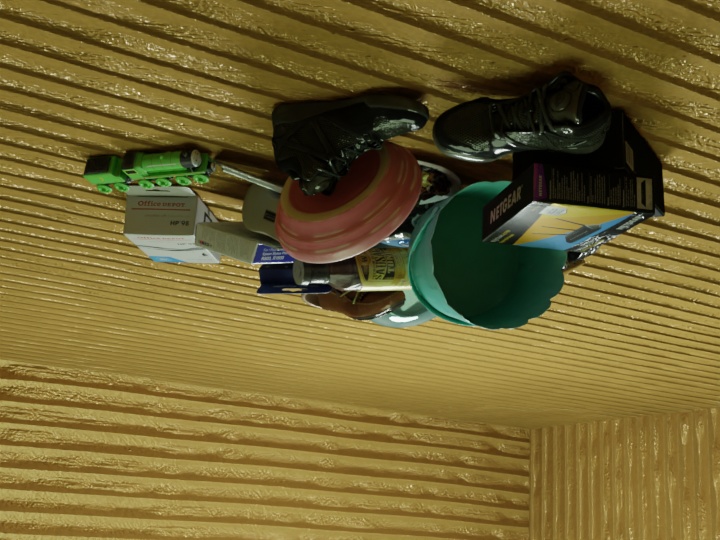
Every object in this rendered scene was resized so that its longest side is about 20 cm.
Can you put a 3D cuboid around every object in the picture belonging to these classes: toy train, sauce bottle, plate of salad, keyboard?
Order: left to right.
[{"bbox_3d":[-0.292,-0.140,1.504,0.198,0.042,0.056,-4,153,24],"label":"toy train"},{"bbox_3d":[-0.109,-0.115,1.525,0.199,0.011,0.056,20,-170,-23],"label":"keyboard"},{"bbox_3d":[0.000,0.000,1.589,0.198,0.067,0.066,-3,170,-28],"label":"sauce bottle"},{"bbox_3d":[0.040,-0.113,1.525,0.198,0.049,0.200,3,165,1],"label":"plate of salad"}]

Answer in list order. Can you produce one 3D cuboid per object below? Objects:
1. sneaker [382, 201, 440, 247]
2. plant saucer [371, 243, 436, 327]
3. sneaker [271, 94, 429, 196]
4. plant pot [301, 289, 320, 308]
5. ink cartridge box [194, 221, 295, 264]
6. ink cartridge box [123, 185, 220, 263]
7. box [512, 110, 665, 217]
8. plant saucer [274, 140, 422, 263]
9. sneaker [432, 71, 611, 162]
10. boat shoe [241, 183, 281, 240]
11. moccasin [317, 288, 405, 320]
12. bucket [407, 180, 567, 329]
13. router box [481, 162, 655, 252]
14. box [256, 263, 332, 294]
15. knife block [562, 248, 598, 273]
[{"bbox_3d":[0.089,-0.069,1.662,0.198,0.079,0.090,9,176,12],"label":"sneaker"},{"bbox_3d":[0.078,0.020,1.783,0.199,0.039,0.202,-5,123,-7],"label":"plant saucer"},{"bbox_3d":[-0.013,-0.144,1.294,0.198,0.115,0.076,-4,166,18],"label":"sneaker"},{"bbox_3d":[-0.002,0.009,1.905,0.199,0.094,0.201,2,166,1],"label":"plant pot"},{"bbox_3d":[-0.112,-0.038,1.635,0.195,0.044,0.199,-3,-165,-42],"label":"ink cartridge box"},{"bbox_3d":[-0.296,-0.069,1.711,0.115,0.067,0.200,1,165,8],"label":"ink cartridge box"},{"bbox_3d":[0.290,-0.123,1.381,0.140,0.080,0.200,-7,163,27],"label":"box"},{"bbox_3d":[-0.023,-0.098,1.358,0.199,0.201,0.051,-6,135,30],"label":"plant saucer"},{"bbox_3d":[0.180,-0.171,1.204,0.197,0.077,0.114,0,163,0],"label":"sneaker"},{"bbox_3d":[-0.108,-0.072,1.539,0.063,0.071,0.200,19,-171,-31],"label":"boat shoe"},{"bbox_3d":[-0.002,0.029,1.709,0.073,0.078,0.201,-22,-163,-25],"label":"moccasin"},{"bbox_3d":[0.166,-0.018,1.511,0.205,0.209,0.135,7,177,-15],"label":"bucket"},{"bbox_3d":[0.245,-0.072,1.328,0.148,0.052,0.200,6,167,-9],"label":"router box"},{"bbox_3d":[-0.085,-0.015,1.733,0.120,0.033,0.200,-1,-157,11],"label":"box"},{"bbox_3d":[0.317,-0.025,1.749,0.175,0.064,0.200,-28,171,28],"label":"knife block"}]
